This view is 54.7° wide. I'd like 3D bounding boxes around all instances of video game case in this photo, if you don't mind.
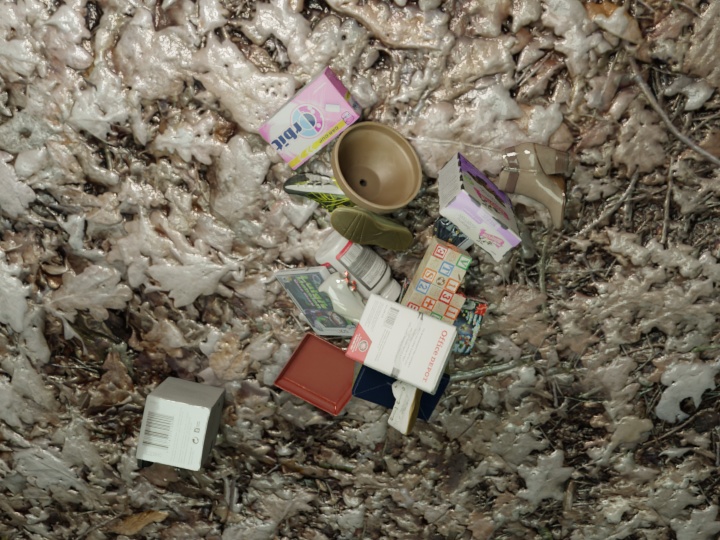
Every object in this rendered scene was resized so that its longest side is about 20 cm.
[{"bbox_3d":[-0.094,0.076,1.652,0.181,0.023,0.201,-4,126,48],"label":"video game case"}]

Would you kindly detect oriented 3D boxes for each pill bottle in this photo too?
[{"bbox_3d":[0.000,0.000,1.604,0.110,0.111,0.200,-37,110,23],"label":"pill bottle"}]

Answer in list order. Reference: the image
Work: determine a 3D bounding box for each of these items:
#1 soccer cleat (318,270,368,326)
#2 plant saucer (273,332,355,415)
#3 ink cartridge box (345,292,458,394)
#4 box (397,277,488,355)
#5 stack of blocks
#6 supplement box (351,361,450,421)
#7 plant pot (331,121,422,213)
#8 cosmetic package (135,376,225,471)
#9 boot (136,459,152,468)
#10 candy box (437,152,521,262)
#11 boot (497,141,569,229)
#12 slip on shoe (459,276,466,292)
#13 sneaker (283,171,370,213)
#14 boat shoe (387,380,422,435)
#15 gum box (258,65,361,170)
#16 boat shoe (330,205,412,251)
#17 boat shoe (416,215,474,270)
[{"bbox_3d":[-0.015,0.088,1.560,0.077,0.069,0.201,-30,112,16],"label":"soccer cleat"},{"bbox_3d":[-0.096,0.263,1.807,0.198,0.037,0.201,29,117,-11],"label":"plant saucer"},{"bbox_3d":[0.090,0.155,1.462,0.198,0.084,0.145,22,82,17],"label":"ink cartridge box"},{"bbox_3d":[0.180,0.108,1.614,0.198,0.040,0.138,14,108,-8],"label":"box"},{"bbox_3d":[0.172,0.043,1.539,0.114,0.059,0.201,22,105,-10],"label":"stack of blocks"},{"bbox_3d":[0.096,0.219,1.670,0.198,0.200,0.135,20,118,-7],"label":"supplement box"},{"bbox_3d":[0.023,-0.202,1.465,0.200,0.202,0.093,28,151,-12],"label":"plant pot"},{"bbox_3d":[-0.456,0.389,1.791,0.163,0.200,0.167,12,95,-1],"label":"cosmetic package"},{"bbox_3d":[-0.530,0.497,1.954,0.157,0.080,0.212,23,119,-8],"label":"boot"},{"bbox_3d":[0.244,-0.135,1.454,0.167,0.201,0.072,38,116,-17],"label":"candy box"},{"bbox_3d":[0.369,-0.182,1.501,0.145,0.070,0.202,1,119,12],"label":"boot"},{"bbox_3d":[0.207,0.066,1.654,0.075,0.061,0.202,-1,110,-2],"label":"slip on shoe"},{"bbox_3d":[-0.073,-0.162,1.538,0.198,0.075,0.085,5,121,2],"label":"sneaker"},{"bbox_3d":[0.100,0.264,1.540,0.069,0.071,0.202,20,106,22],"label":"boat shoe"},{"bbox_3d":[-0.109,-0.313,1.458,0.199,0.066,0.114,-35,110,22],"label":"gum box"},{"bbox_3d":[0.022,-0.100,1.543,0.199,0.063,0.074,13,121,-22],"label":"boat shoe"},{"bbox_3d":[0.183,-0.065,1.583,0.091,0.071,0.200,45,114,-8],"label":"boat shoe"}]
